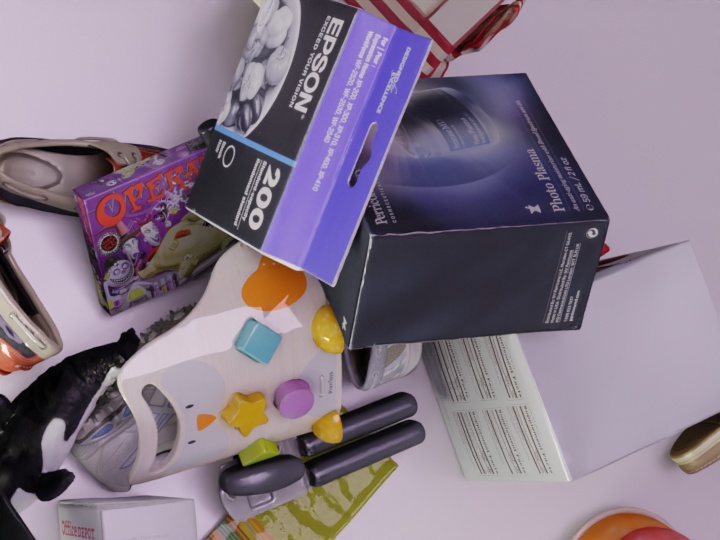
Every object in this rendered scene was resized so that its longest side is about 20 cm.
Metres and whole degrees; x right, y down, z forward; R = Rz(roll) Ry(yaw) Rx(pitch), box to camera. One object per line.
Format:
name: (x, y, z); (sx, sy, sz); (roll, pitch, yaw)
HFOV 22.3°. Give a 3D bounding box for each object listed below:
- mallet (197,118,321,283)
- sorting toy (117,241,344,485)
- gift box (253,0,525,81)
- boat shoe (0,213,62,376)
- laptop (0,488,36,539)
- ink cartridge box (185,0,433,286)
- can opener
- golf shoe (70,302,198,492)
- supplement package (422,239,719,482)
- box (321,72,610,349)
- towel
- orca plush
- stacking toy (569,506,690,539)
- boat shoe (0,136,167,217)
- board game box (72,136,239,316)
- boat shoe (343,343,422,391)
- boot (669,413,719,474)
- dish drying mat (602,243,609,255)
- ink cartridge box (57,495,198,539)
mallet: (-0.084, -0.046, 1.538); (0.066, 0.041, 0.201); (-27, 125, -19)
sorting toy: (-0.111, 0.096, 1.462); (0.179, 0.107, 0.201); (-22, 134, -25)
gift box: (0.033, -0.251, 1.561); (0.184, 0.200, 0.187); (-41, 99, 22)
boat shoe: (-0.304, -0.013, 1.463); (0.062, 0.071, 0.201); (-20, 96, 18)
laptop: (-0.233, 0.301, 1.390); (0.199, 0.116, 0.188); (24, 102, -4)
ink cartridge box: (-0.046, -0.109, 1.398); (0.043, 0.200, 0.199); (19, 95, -35)
can opener: (-0.031, 0.160, 1.556); (0.199, 0.066, 0.053); (-21, 103, -26)
golf shoe: (-0.158, 0.101, 1.534); (0.200, 0.078, 0.098); (-38, 119, -18)
supplement package: (0.187, 0.081, 1.589); (0.190, 0.200, 0.148); (-22, 92, -22)
box: (0.064, -0.052, 1.450); (0.197, 0.124, 0.201); (-5, 41, -17)
towel: (-0.058, 0.211, 1.577); (0.086, 0.018, 0.200); (47, 70, -11)
orca plush: (-0.257, 0.118, 1.439); (0.071, 0.200, 0.106); (29, 33, -39)
stacking toy: (0.272, 0.283, 1.599); (0.145, 0.200, 0.147); (2, 84, -20)
boat shoe: (-0.219, -0.079, 1.522); (0.198, 0.062, 0.072); (5, 81, -22)
board game box: (-0.137, -0.052, 1.537); (0.199, 0.032, 0.121); (-25, 125, -22)
boat shoe: (-0.001, 0.001, 1.582); (0.065, 0.074, 0.204); (-21, 103, -47)
boot: (0.399, 0.182, 1.732); (0.199, 0.072, 0.156); (-29, 97, -22)
dish drying mat: (0.121, 0.000, 1.587); (0.199, 0.077, 0.018); (-21, 127, -34)
ink cartridge box: (-0.180, 0.280, 1.453); (0.083, 0.145, 0.202); (-3, 86, -23)
